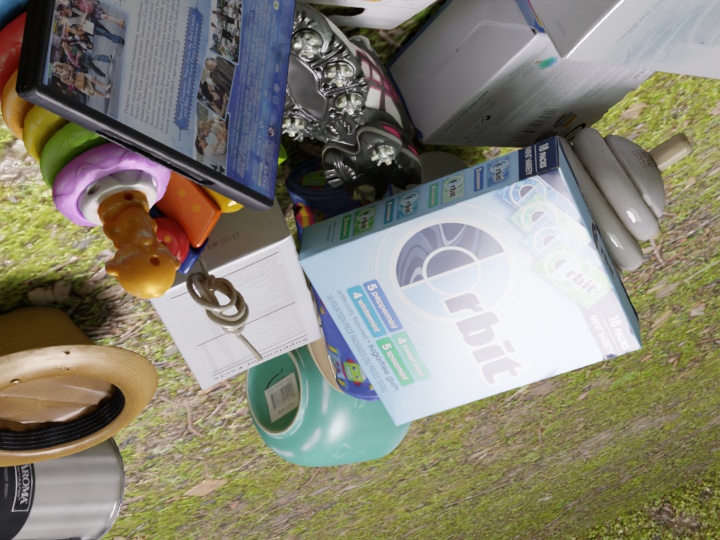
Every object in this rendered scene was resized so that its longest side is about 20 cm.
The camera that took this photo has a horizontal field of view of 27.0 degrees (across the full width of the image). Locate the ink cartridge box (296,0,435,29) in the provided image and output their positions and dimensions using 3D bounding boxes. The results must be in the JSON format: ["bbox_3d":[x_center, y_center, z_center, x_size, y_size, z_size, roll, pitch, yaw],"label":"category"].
[{"bbox_3d":[0.021,-0.214,0.941,0.160,0.051,0.199,-4,168,-41],"label":"ink cartridge box"}]

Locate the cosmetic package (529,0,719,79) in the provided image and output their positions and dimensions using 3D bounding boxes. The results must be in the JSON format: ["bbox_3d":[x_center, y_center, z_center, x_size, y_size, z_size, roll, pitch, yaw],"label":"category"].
[{"bbox_3d":[0.231,-0.237,0.982,0.199,0.124,0.199,-3,149,-44],"label":"cosmetic package"}]

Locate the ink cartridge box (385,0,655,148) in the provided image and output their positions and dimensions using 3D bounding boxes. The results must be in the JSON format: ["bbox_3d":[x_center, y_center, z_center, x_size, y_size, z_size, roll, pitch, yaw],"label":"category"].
[{"bbox_3d":[0.138,-0.156,1.114,0.199,0.077,0.136,-1,150,-42],"label":"ink cartridge box"}]

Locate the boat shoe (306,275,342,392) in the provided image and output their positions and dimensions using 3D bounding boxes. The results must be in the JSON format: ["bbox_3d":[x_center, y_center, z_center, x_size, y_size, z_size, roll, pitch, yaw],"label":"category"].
[{"bbox_3d":[-0.008,0.027,1.255,0.071,0.065,0.202,-15,122,-18],"label":"boat shoe"}]

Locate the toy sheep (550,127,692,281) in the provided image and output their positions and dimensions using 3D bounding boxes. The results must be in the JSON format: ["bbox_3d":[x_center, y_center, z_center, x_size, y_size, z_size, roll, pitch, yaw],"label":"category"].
[{"bbox_3d":[0.165,-0.042,1.142,0.200,0.138,0.138,-39,155,11],"label":"toy sheep"}]

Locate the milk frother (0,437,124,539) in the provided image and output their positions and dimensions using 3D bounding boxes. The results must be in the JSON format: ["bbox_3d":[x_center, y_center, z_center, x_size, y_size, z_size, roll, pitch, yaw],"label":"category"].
[{"bbox_3d":[-0.355,0.214,1.371,0.199,0.183,0.187,13,-179,37],"label":"milk frother"}]

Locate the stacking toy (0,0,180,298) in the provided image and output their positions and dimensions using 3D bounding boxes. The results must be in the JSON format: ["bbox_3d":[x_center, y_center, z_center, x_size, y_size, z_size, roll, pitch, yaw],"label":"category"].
[{"bbox_3d":[-0.145,-0.069,0.855,0.115,0.201,0.110,-4,150,-35],"label":"stacking toy"}]

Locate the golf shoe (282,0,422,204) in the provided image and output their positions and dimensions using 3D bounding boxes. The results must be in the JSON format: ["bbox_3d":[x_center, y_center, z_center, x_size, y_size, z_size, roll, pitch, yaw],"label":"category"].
[{"bbox_3d":[-0.022,-0.128,1.022,0.076,0.089,0.200,-15,146,17],"label":"golf shoe"}]

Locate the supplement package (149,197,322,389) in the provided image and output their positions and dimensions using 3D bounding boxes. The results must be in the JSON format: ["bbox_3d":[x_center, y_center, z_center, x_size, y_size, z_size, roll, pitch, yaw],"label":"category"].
[{"bbox_3d":[-0.108,-0.008,1.140,0.113,0.110,0.200,-23,157,-5],"label":"supplement package"}]

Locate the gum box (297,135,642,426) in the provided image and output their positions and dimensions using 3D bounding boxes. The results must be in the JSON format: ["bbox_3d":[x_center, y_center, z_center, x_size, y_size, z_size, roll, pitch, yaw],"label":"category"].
[{"bbox_3d":[0.080,0.013,1.081,0.198,0.045,0.171,-19,122,17],"label":"gum box"}]

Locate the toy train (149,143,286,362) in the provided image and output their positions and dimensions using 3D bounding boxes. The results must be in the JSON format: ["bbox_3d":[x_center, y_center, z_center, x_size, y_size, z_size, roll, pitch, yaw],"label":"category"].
[{"bbox_3d":[-0.092,-0.050,0.982,0.116,0.200,0.085,-40,-172,15],"label":"toy train"}]

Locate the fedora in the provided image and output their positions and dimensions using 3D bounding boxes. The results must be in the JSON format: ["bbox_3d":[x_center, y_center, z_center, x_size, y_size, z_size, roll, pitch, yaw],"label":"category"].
[{"bbox_3d":[-0.265,0.086,1.220,0.199,0.082,0.201,-17,152,-9],"label":"fedora"}]

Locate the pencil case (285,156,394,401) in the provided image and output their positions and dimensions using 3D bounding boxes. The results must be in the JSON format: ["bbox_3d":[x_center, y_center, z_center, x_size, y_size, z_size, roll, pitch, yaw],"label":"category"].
[{"bbox_3d":[0.000,0.000,1.164,0.087,0.077,0.202,-45,132,-44],"label":"pencil case"}]

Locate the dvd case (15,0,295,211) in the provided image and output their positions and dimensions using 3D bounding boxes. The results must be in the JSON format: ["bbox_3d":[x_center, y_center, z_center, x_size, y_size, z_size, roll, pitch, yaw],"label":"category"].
[{"bbox_3d":[-0.105,-0.129,0.829,0.017,0.144,0.199,-4,163,33],"label":"dvd case"}]

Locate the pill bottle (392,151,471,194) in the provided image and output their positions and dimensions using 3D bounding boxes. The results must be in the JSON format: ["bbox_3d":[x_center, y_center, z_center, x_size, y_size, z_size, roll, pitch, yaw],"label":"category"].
[{"bbox_3d":[0.077,-0.028,1.291,0.103,0.105,0.200,-26,157,2],"label":"pill bottle"}]

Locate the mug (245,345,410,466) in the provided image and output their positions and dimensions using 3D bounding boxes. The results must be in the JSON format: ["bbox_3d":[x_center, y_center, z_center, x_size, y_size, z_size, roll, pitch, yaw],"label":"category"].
[{"bbox_3d":[-0.034,0.090,1.393,0.114,0.152,0.187,-2,110,-40],"label":"mug"}]
